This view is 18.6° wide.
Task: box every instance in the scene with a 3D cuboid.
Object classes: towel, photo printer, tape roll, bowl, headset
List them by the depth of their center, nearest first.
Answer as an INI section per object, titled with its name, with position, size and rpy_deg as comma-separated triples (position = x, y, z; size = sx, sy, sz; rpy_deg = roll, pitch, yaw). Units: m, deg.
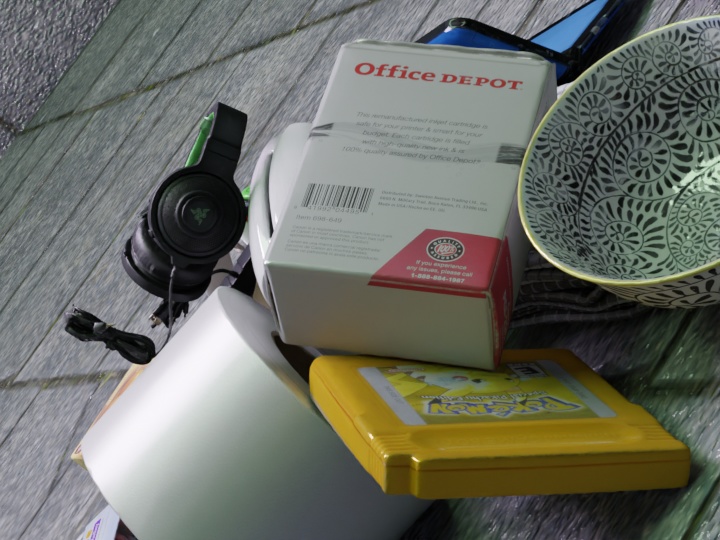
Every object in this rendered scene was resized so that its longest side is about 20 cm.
[bowl]
position = 0.202, -0.046, 1.292
size = 0.200, 0.094, 0.202
rpy_deg = -19, 45, 20
[tape roll]
position = -0.065, 0.127, 1.447
size = 0.139, 0.202, 0.203
rpy_deg = -48, 19, 7
[towel]
position = 0.156, -0.045, 1.461
size = 0.200, 0.085, 0.166
rpy_deg = -13, 43, 59
[headset]
position = -0.134, -0.028, 1.502
size = 0.124, 0.093, 0.201
rpy_deg = 128, 160, -58
[photo printer]
position = 0.000, 0.000, 1.514
size = 0.069, 0.200, 0.167
rpy_deg = -34, 31, 23

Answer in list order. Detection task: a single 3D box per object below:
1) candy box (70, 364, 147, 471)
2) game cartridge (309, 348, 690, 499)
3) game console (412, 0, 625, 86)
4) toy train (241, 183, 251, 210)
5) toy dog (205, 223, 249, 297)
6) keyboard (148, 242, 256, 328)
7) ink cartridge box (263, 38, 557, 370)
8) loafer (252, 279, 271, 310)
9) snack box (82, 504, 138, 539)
[candy box]
position = -0.166, 0.128, 1.902
size = 0.116, 0.055, 0.200
rpy_deg = -58, 20, -21
[game cartridge]
position = 0.076, 0.086, 1.282
size = 0.200, 0.175, 0.033
rpy_deg = -141, 51, -71
[game console]
position = 0.100, -0.182, 1.770
size = 0.200, 0.170, 0.119
rpy_deg = -28, 50, 55
[toy train]
position = -0.004, -0.055, 1.688
size = 0.199, 0.042, 0.056
rpy_deg = 1, 27, 31
[toy dog]
position = -0.075, -0.001, 1.783
size = 0.132, 0.199, 0.097
rpy_deg = 113, 169, -64
[keyboard]
position = -0.087, 0.003, 1.619
size = 0.021, 0.127, 0.201
rpy_deg = 42, 103, 38
[ink cartridge box]
position = 0.036, -0.045, 1.379
size = 0.145, 0.085, 0.201
rpy_deg = 7, 51, 14
[loafer]
position = -0.059, 0.055, 1.595
size = 0.067, 0.201, 0.076
rpy_deg = -9, 24, -4
[snack box]
position = -0.129, 0.256, 1.439
size = 0.053, 0.142, 0.200
rpy_deg = -41, 21, 27
